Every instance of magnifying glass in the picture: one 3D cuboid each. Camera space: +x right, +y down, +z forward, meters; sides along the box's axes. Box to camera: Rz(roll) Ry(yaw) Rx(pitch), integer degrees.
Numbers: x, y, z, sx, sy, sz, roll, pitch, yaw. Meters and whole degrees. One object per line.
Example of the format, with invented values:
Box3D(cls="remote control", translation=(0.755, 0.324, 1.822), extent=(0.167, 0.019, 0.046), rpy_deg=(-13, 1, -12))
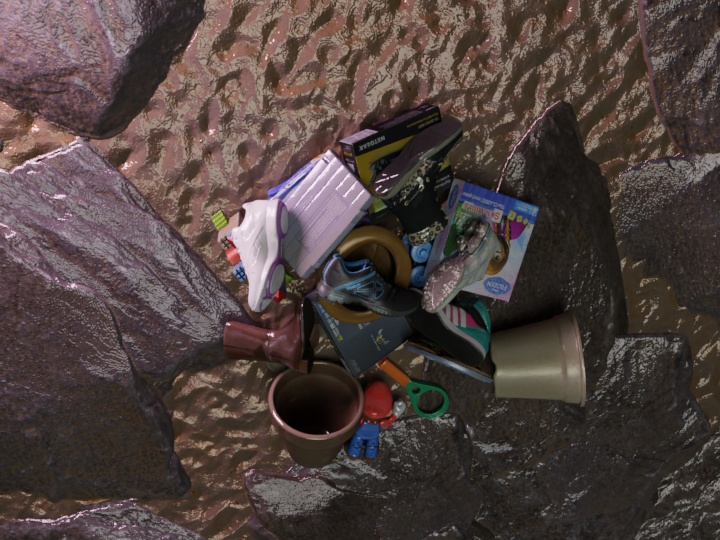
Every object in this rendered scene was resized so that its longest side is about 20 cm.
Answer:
Box3D(cls="magnifying glass", translation=(0.116, 0.256, 1.696), extent=(0.199, 0.022, 0.080), rpy_deg=(40, 103, -23))

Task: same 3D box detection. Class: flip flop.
Box3D(cls="flip flop", translation=(-0.119, 0.142, 1.590), extent=(0.200, 0.058, 0.081), rpy_deg=(-42, 113, 10))

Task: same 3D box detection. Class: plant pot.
Box3D(cls="plant pot", translation=(-0.096, 0.320, 1.613), extent=(0.196, 0.202, 0.177), rpy_deg=(1, 132, -8))
Box3D(cls="plant pot", translation=(0.363, 0.192, 1.621), extent=(0.180, 0.201, 0.204), rpy_deg=(-7, 115, 7))

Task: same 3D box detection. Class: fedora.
Box3D(cls="fedora", translation=(0.000, 0.000, 1.464), extent=(0.197, 0.082, 0.204), rpy_deg=(-7, 117, -14))

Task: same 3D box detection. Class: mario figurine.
Box3D(cls="mario figurine", translation=(0.022, 0.318, 1.693), extent=(0.122, 0.106, 0.203), rpy_deg=(-16, 134, -40))

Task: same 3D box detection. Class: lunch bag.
Box3D(cls="lunch bag", translation=(-0.092, -0.116, 1.473), extent=(0.199, 0.076, 0.161), rpy_deg=(-39, 111, 9))

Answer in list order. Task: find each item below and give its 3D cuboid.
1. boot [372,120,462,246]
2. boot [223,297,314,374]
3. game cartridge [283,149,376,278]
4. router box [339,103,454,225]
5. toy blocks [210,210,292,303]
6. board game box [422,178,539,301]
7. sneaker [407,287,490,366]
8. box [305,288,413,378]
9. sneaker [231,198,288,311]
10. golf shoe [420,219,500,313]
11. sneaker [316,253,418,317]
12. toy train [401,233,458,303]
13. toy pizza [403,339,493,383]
Box3D(cls="boot", translation=(0.127, -0.159, 1.406), extent=(0.203, 0.073, 0.155), rpy_deg=(-43, 127, -13))
Box3D(cls="boot", translation=(-0.192, 0.117, 1.531), extent=(0.196, 0.064, 0.189), rpy_deg=(12, 122, 13))
Box3D(cls="game cartridge", translation=(-0.074, -0.099, 1.388), extent=(0.130, 0.038, 0.200), rpy_deg=(47, 106, 16))
Box3D(cls="router box", translation=(0.071, -0.198, 1.430), extent=(0.198, 0.052, 0.160), rpy_deg=(-27, 117, -22))
Box3D(cls="toy blocks", translation=(-0.205, -0.017, 1.465), extent=(0.099, 0.137, 0.201), rpy_deg=(-34, 113, 8))
Box3D(cls="board game box", translation=(0.239, -0.056, 1.513), extent=(0.197, 0.041, 0.203), rpy_deg=(13, 99, -29))
Box3D(cls="sneaker", translation=(0.181, 0.083, 1.514), extent=(0.199, 0.121, 0.084), rpy_deg=(41, 133, 0))
Box3D(cls="box", translation=(0.001, 0.093, 1.566), extent=(0.157, 0.051, 0.202), rpy_deg=(-34, 116, -14))
Box3D(cls="sneaker", translation=(-0.184, -0.028, 1.376), extent=(0.098, 0.075, 0.204), rpy_deg=(4, 79, 15))
Box3D(cls="golf shoe", translation=(0.197, 0.008, 1.446), extent=(0.097, 0.078, 0.201), rpy_deg=(39, 87, -35))
Box3D(cls="sneaker", translation=(0.024, 0.028, 1.394), extent=(0.197, 0.073, 0.083), rpy_deg=(12, 109, -23))
Box3D(cls="toy train", translation=(0.142, -0.001, 1.553), extent=(0.112, 0.087, 0.204), rpy_deg=(-5, 112, -15))
Box3D(cls="toy pizza", translation=(0.183, 0.181, 1.584), extent=(0.198, 0.200, 0.032), rpy_deg=(24, 85, -17))
